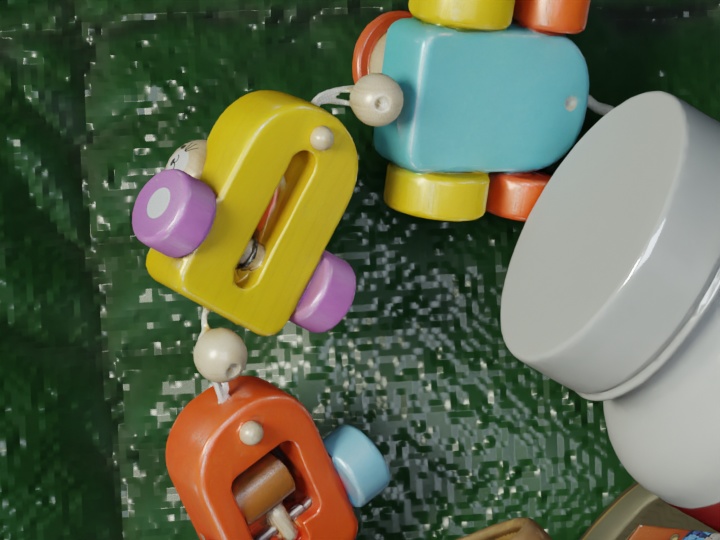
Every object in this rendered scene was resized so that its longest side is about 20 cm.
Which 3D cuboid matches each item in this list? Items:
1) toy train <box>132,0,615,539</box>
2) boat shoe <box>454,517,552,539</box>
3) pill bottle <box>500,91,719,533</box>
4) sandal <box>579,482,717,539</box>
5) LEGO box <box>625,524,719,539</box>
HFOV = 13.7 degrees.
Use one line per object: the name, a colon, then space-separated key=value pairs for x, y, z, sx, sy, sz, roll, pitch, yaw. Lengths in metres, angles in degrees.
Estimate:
toy train: x=0.000 y=0.000 z=0.868 sx=0.200 sy=0.056 sz=0.151 roll=-41 pitch=125 yaw=-18
boat shoe: x=-0.016 y=0.111 z=0.811 sx=0.199 sy=0.076 sz=0.074 roll=-19 pitch=105 yaw=29
pill bottle: x=0.143 y=0.034 z=0.855 sx=0.199 sy=0.112 sz=0.113 roll=30 pitch=85 yaw=-19
sandal: x=0.063 y=0.144 z=0.881 sx=0.080 sy=0.054 sz=0.200 roll=37 pitch=83 yaw=-12
LEGO box: x=0.155 y=0.172 z=0.825 sx=0.077 sy=0.149 sz=0.200 roll=-48 pitch=117 yaw=-26
